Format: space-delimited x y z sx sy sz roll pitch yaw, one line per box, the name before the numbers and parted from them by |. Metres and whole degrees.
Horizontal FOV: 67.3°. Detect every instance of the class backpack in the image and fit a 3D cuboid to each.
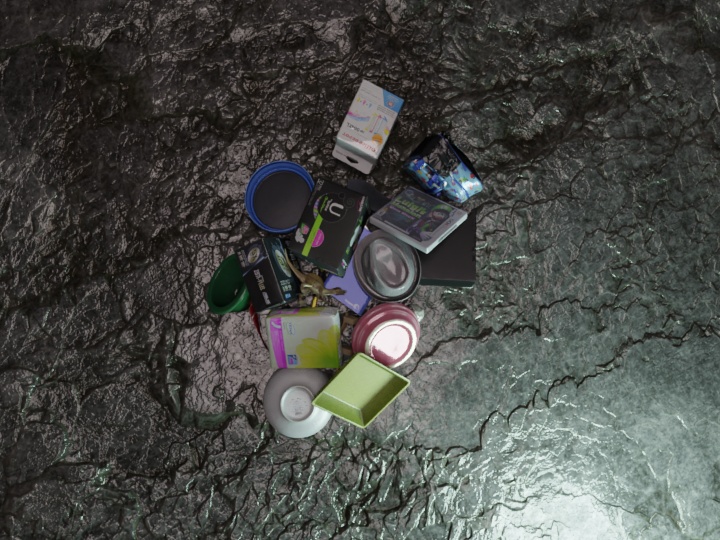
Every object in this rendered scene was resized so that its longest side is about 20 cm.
backpack | 0.230 -0.262 1.469 0.200 0.183 0.135 44 93 -12

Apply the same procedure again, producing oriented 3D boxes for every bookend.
bookend | 0.217 -0.063 1.493 0.195 0.092 0.204 2 78 4

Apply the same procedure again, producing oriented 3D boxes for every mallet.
mallet | -0.115 0.084 1.489 0.065 0.041 0.204 20 82 -1

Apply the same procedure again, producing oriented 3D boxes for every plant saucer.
plant saucer | 0.074 0.185 1.441 0.196 0.051 0.205 -9 118 -17
plant saucer | -0.001 0.305 1.424 0.198 0.048 0.200 33 109 -31

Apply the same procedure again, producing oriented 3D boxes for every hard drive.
hard drive | 0.000 0.000 1.464 0.131 0.025 0.202 33 85 -2

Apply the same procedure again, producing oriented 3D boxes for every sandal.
sandal | 0.043 -0.183 1.506 0.197 0.043 0.077 29 61 -10

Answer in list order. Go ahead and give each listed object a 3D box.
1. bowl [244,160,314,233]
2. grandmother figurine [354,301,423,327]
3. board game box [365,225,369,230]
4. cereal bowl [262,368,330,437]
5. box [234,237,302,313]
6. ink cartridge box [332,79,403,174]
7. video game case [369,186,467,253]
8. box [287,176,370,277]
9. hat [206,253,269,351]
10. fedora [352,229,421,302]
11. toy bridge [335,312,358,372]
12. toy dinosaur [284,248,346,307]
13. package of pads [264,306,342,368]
bowl | -0.216 -0.198 1.476 0.195 0.039 0.206 -1 77 3
grandmother figurine | 0.083 0.140 1.491 0.196 0.061 0.124 -18 109 -8
board game box | -0.046 -0.084 1.499 0.152 0.040 0.202 -34 89 -5
cereal bowl | -0.165 0.349 1.446 0.195 0.083 0.206 0 86 -5
box | -0.222 0.008 1.396 0.084 0.200 0.167 -20 88 13
ink cartridge box | 0.016 -0.382 1.479 0.126 0.125 0.204 25 85 -2
video game case | 0.153 -0.141 1.438 0.198 0.024 0.181 30 53 31
box | -0.077 -0.109 1.404 0.146 0.124 0.204 21 82 9
hat | -0.304 0.078 1.476 0.175 0.164 0.203 36 75 -46
fedora | 0.069 -0.018 1.397 0.174 0.090 0.203 -25 81 -1
toy bridge | -0.046 0.214 1.470 0.066 0.027 0.205 12 102 35
toy dinosaur | -0.133 0.037 1.397 0.198 0.102 0.058 32 129 -16
package of pads | -0.148 0.175 1.426 0.195 0.068 0.158 -2 106 7
